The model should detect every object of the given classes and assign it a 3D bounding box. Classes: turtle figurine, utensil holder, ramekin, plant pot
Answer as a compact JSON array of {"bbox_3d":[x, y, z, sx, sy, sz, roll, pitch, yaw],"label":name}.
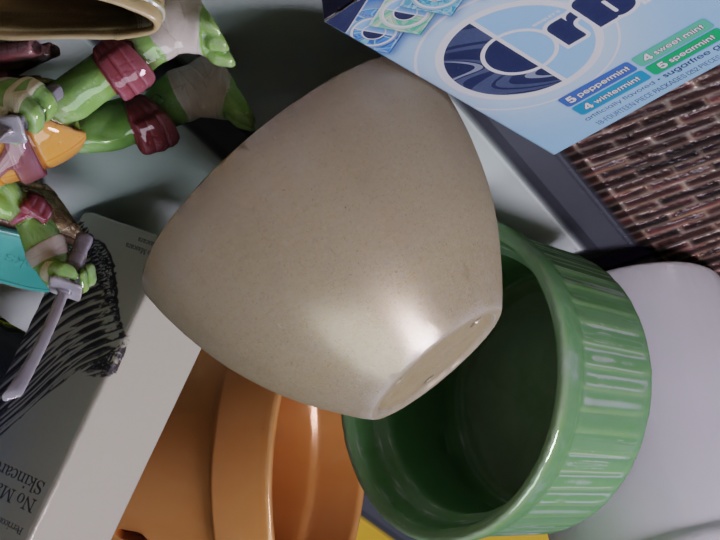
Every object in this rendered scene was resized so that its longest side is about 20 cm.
[{"bbox_3d":[-0.143,-0.048,1.127,0.193,0.200,0.145,-29,117,-6],"label":"turtle figurine"},{"bbox_3d":[0.191,0.117,1.446,0.168,0.202,0.170,-11,157,-5],"label":"utensil holder"},{"bbox_3d":[0.087,0.072,1.373,0.097,0.202,0.200,9,148,-41],"label":"ramekin"},{"bbox_3d":[0.000,0.000,1.192,0.200,0.135,0.201,-37,165,-12],"label":"plant pot"},{"bbox_3d":[-0.089,0.122,1.437,0.139,0.202,0.200,1,154,18],"label":"plant pot"}]

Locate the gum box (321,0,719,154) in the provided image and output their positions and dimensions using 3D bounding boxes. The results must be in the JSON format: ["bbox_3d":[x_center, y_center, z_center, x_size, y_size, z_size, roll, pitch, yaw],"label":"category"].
[{"bbox_3d":[0.105,-0.146,1.139,0.169,0.045,0.199,-28,145,33],"label":"gum box"}]

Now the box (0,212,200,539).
[{"bbox_3d":[-0.162,0.074,1.304,0.082,0.201,0.068,16,167,37],"label":"box"}]

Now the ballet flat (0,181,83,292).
[{"bbox_3d":[-0.245,-0.038,1.226,0.199,0.066,0.071,21,123,-38],"label":"ballet flat"}]

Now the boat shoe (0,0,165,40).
[{"bbox_3d":[-0.193,-0.141,1.061,0.198,0.063,0.073,-6,151,-2],"label":"boat shoe"}]

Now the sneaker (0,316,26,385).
[{"bbox_3d":[-0.246,0.065,1.419,0.085,0.074,0.200,48,151,-6],"label":"sneaker"}]
